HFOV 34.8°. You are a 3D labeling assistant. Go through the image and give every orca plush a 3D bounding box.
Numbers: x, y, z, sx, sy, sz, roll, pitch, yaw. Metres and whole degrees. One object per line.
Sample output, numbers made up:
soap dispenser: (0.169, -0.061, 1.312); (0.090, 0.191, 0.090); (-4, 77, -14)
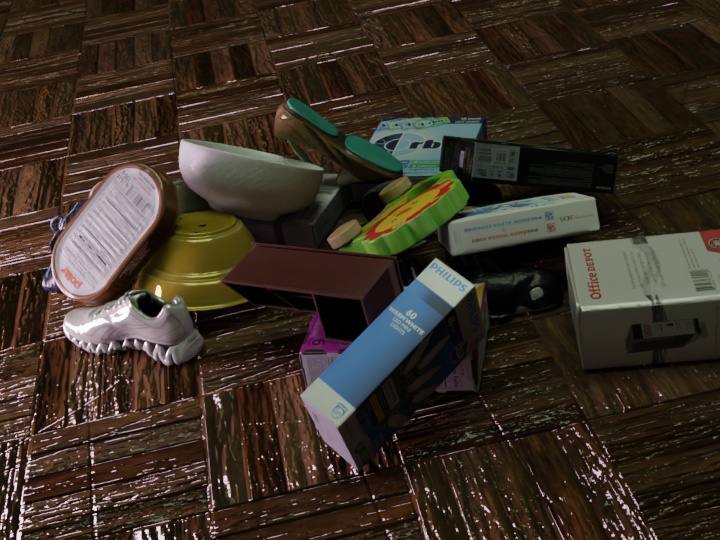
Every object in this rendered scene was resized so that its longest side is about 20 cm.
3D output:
orca plush: (0.145, 0.001, 1.391); (0.198, 0.072, 0.105); (13, 37, 33)

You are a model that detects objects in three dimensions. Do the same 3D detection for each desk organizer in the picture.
desk organizer: (-0.053, 0.026, 1.292); (0.198, 0.073, 0.077); (6, 37, 32)

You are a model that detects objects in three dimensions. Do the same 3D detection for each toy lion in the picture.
toy lion: (0.065, -0.070, 1.435); (0.191, 0.069, 0.200); (-23, 15, 45)

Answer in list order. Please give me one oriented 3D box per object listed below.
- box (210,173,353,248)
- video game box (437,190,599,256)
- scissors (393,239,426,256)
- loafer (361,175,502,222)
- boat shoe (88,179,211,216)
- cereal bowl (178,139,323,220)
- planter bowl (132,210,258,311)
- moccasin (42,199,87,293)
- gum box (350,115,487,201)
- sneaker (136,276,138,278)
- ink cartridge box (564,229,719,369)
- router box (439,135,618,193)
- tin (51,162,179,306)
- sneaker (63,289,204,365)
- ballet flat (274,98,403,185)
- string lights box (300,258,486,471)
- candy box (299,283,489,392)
box: (-0.127, -0.091, 1.658); (0.197, 0.042, 0.156); (4, 33, 20)
video game box: (0.190, -0.062, 1.441); (0.179, 0.048, 0.200); (-8, 7, 0)
scissors: (0.000, 0.000, 1.498); (0.197, 0.014, 0.073); (-13, 29, -7)
loafer: (0.102, -0.105, 1.586); (0.197, 0.074, 0.072); (2, 28, 18)
boat shoe: (-0.294, -0.094, 1.576); (0.062, 0.074, 0.198); (-7, 0, 45)
cereal bowl: (-0.153, -0.119, 1.558); (0.197, 0.085, 0.200); (12, 9, -2)
planter bowl: (-0.202, -0.025, 1.491); (0.197, 0.085, 0.201); (-2, 22, 1)
moccasin: (-0.408, -0.041, 1.616); (0.067, 0.081, 0.201); (-7, 30, 2)
gum box: (0.091, -0.170, 1.721); (0.167, 0.045, 0.201); (0, 33, 18)
sneaker: (-0.326, -0.045, 1.573); (0.075, 0.106, 0.201); (-2, 31, 18)
ink cartridge box: (0.333, 0.030, 1.274); (0.197, 0.084, 0.147); (-5, 30, 7)
router box: (0.219, -0.142, 1.528); (0.197, 0.053, 0.157); (4, 9, -12)
tin: (-0.314, -0.047, 1.456); (0.112, 0.042, 0.201); (43, 98, 26)
sneaker: (-0.285, 0.059, 1.415); (0.197, 0.082, 0.075); (4, 34, 25)
ballet flat: (-0.037, -0.166, 1.626); (0.198, 0.073, 0.068); (28, 28, -7)
string lights box: (0.037, 0.095, 1.165); (0.059, 0.103, 0.200); (36, 72, 31)
candy box: (0.042, 0.076, 1.305); (0.197, 0.062, 0.137); (-2, 31, 13)
